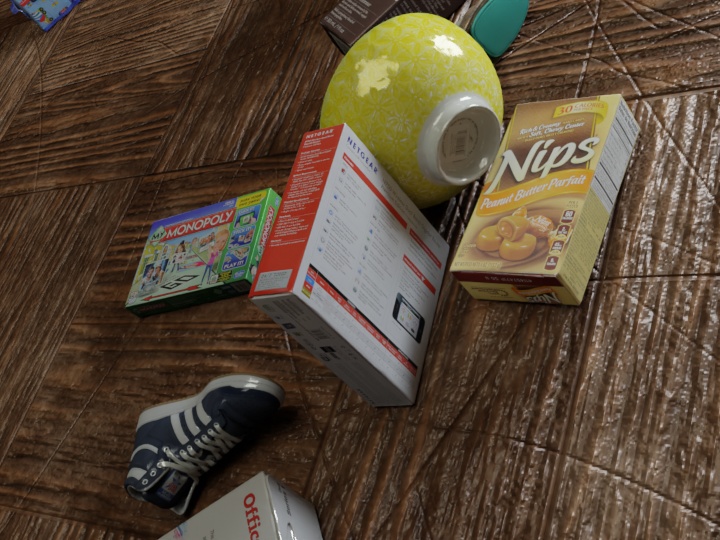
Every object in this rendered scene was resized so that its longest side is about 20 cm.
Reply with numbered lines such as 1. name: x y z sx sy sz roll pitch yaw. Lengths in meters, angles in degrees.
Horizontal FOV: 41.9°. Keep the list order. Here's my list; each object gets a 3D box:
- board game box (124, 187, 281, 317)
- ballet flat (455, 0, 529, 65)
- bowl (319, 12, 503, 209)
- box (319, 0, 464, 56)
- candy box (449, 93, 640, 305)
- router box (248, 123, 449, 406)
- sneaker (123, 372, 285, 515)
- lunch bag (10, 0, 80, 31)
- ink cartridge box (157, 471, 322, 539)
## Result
1. board game box: -0.195 -0.020 1.161 0.200 0.029 0.135 -13 51 32
2. ballet flat: 0.118 -0.246 1.063 0.067 0.068 0.200 12 64 52
3. bowl: 0.072 -0.138 0.912 0.200 0.200 0.108 -48 44 -3
4. box: 0.056 -0.342 1.183 0.200 0.075 0.100 -42 41 1
5. candy box: 0.174 -0.068 0.878 0.115 0.055 0.200 3 60 41
6. router box: 0.000 0.000 0.858 0.049 0.200 0.180 -8 52 35
7. sneaker: -0.159 0.177 0.941 0.200 0.070 0.109 -23 41 33
8. lunch bag: -0.633 -0.594 1.885 0.200 0.151 0.094 -45 41 0
9. ink cartridge box: -0.123 0.292 0.810 0.200 0.084 0.145 -35 42 13
